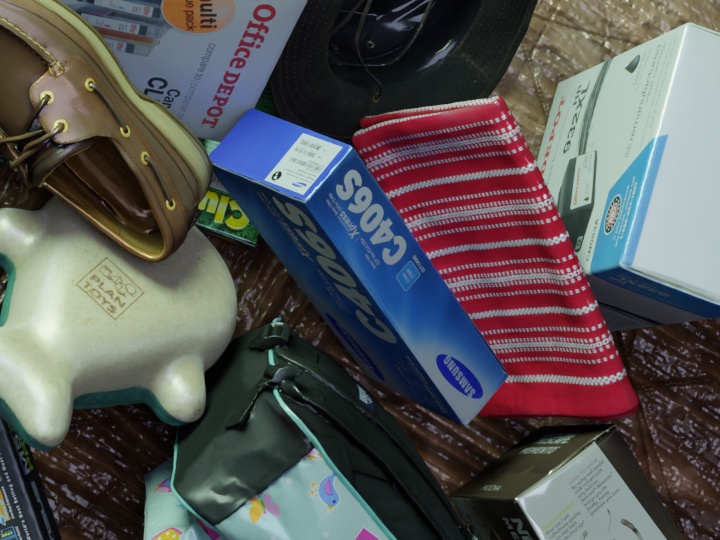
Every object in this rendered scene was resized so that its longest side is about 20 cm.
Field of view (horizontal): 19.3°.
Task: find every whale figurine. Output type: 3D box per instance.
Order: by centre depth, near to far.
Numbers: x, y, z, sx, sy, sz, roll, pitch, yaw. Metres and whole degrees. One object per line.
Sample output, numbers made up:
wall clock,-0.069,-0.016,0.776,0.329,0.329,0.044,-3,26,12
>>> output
whale figurine,-0.154,0.036,1.151,0.159,0.104,0.200,42,36,-1

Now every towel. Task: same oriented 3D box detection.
towel,0.076,-0.002,1.219,0.022,0.144,0.201,-34,107,-30

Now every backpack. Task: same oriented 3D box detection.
backpack,-0.023,0.151,1.176,0.200,0.176,0.153,42,96,-15

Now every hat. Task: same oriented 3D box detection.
hat,0.014,-0.166,1.254,0.200,0.201,0.081,-24,48,-24

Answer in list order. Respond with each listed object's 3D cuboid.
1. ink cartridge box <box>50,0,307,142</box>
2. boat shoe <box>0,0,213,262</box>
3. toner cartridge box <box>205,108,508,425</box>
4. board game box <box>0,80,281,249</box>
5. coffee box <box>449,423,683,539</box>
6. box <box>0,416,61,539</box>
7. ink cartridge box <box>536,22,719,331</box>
ink cartridge box,-0.137,-0.181,1.157,0.199,0.145,0.145,10,56,-16
boat shoe,-0.157,-0.080,1.096,0.200,0.072,0.068,42,36,-28
toner cartridge box,0.000,0.000,1.191,0.043,0.095,0.200,-48,130,-14
board game box,-0.140,-0.093,1.236,0.199,0.023,0.105,20,77,-14
coffee box,0.151,0.195,1.259,0.080,0.113,0.201,-33,96,-17
box,-0.268,0.088,1.144,0.159,0.044,0.201,-18,92,2
ink cartridge box,0.167,-0.048,1.238,0.083,0.200,0.146,18,81,-13
